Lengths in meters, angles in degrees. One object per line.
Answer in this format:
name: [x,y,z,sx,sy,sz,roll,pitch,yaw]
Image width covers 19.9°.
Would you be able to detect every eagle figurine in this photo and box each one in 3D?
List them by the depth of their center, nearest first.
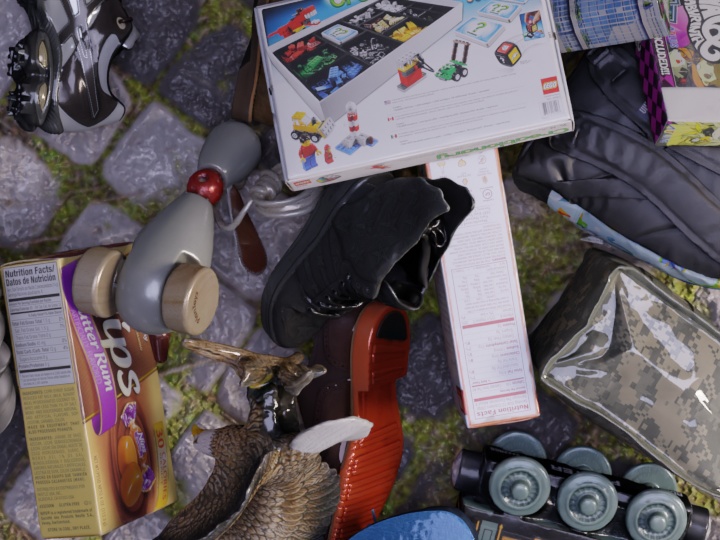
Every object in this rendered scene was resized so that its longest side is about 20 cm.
eagle figurine: [-0.086,0.155,1.483,0.151,0.151,0.201,14,93,-9]

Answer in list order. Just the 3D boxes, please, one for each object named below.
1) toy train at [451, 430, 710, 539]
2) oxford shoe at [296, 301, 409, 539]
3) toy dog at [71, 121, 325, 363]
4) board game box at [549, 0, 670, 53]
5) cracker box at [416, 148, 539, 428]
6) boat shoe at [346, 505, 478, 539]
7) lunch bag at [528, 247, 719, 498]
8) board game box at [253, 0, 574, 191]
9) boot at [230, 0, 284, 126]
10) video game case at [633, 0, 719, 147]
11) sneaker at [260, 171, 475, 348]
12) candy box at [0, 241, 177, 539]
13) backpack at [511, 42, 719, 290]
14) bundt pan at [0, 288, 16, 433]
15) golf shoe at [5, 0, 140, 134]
toy train: [0.158,0.194,1.536,0.199,0.085,0.115,14,105,-3]
oxford shoe: [-0.012,0.114,1.544,0.072,0.071,0.201,15,102,33]
toy dog: [-0.121,-0.011,1.492,0.132,0.097,0.200,32,56,31]
board game box: [0.161,-0.258,1.445,0.199,0.062,0.201,-8,66,22]
cracker box: [0.084,0.006,1.494,0.057,0.134,0.201,-9,94,-1]
boat shoe: [0.000,0.229,1.520,0.199,0.069,0.085,-28,84,16]
lunch bag: [0.229,0.082,1.484,0.200,0.164,0.118,36,95,-3]
board game box: [0.036,-0.137,1.392,0.199,0.035,0.127,-11,79,6]
boot: [-0.042,-0.181,1.472,0.075,0.201,0.074,16,49,2]
video game case: [0.280,-0.178,1.467,0.180,0.036,0.201,1,60,-13]
sneaker: [0.002,0.000,1.443,0.104,0.060,0.200,50,124,34]
candy box: [-0.197,0.085,1.502,0.056,0.117,0.201,-6,94,24]
backpack: [0.237,-0.071,1.496,0.199,0.154,0.164,31,86,20]
bundt pan: [-0.293,0.037,1.469,0.075,0.202,0.203,-10,93,-12]
golf shoe: [-0.210,-0.201,1.520,0.094,0.078,0.201,3,95,-18]
